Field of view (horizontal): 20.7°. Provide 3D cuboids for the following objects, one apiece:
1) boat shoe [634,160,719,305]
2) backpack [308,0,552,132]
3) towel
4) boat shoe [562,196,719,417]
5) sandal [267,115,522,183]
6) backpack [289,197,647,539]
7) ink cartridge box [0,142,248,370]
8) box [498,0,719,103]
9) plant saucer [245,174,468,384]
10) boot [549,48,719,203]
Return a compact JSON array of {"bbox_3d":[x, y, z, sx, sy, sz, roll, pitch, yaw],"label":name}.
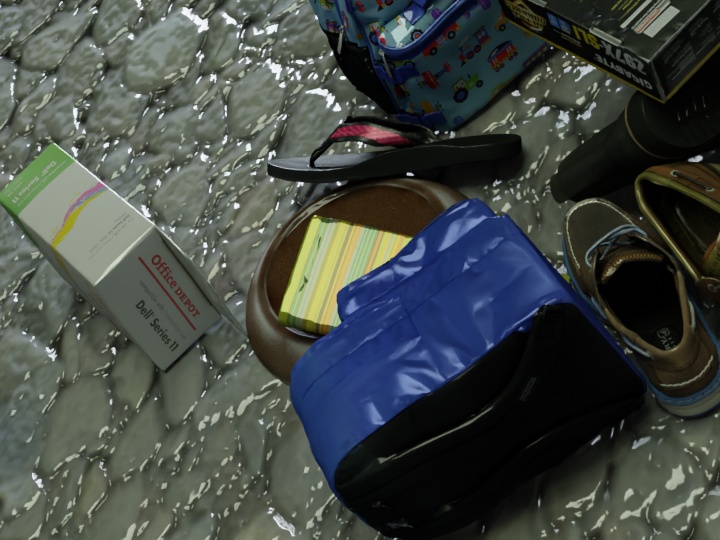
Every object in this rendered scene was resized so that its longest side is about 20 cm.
[{"bbox_3d":[0.247,-0.001,1.275,0.200,0.068,0.072,49,126,45],"label":"boat shoe"},{"bbox_3d":[0.047,-0.233,1.519,0.182,0.200,0.135,-38,45,-7],"label":"backpack"},{"bbox_3d":[0.044,0.021,1.396,0.200,0.018,0.086,13,73,18],"label":"towel"},{"bbox_3d":[0.188,0.006,1.329,0.072,0.072,0.200,-32,45,0],"label":"boat shoe"},{"bbox_3d":[0.024,-0.099,1.507,0.200,0.045,0.075,-6,13,17],"label":"sandal"},{"bbox_3d":[0.057,0.070,1.288,0.200,0.163,0.168,-40,43,7],"label":"backpack"},{"bbox_3d":[-0.183,-0.003,1.503,0.067,0.117,0.200,-44,45,-10],"label":"ink cartridge box"},{"bbox_3d":[0.211,-0.223,1.343,0.200,0.049,0.160,-45,50,-12],"label":"box"},{"bbox_3d":[0.000,0.000,1.466,0.200,0.032,0.200,-14,47,16],"label":"plant saucer"},{"bbox_3d":[0.236,-0.112,1.409,0.200,0.138,0.078,-16,79,-32],"label":"boot"}]
